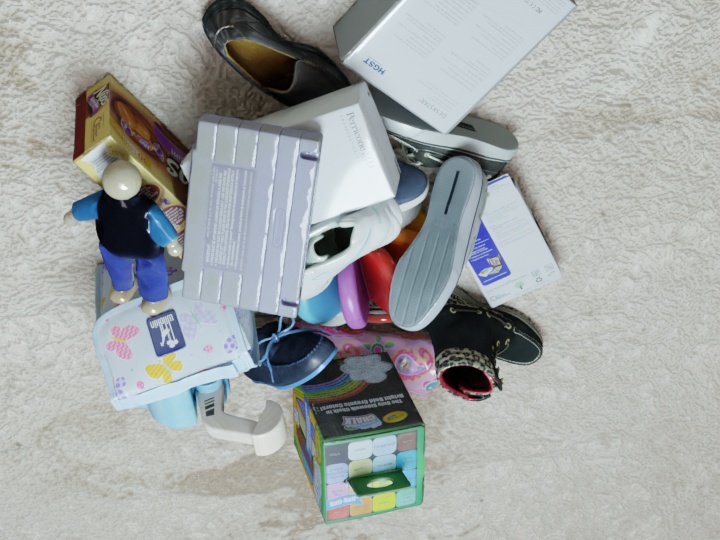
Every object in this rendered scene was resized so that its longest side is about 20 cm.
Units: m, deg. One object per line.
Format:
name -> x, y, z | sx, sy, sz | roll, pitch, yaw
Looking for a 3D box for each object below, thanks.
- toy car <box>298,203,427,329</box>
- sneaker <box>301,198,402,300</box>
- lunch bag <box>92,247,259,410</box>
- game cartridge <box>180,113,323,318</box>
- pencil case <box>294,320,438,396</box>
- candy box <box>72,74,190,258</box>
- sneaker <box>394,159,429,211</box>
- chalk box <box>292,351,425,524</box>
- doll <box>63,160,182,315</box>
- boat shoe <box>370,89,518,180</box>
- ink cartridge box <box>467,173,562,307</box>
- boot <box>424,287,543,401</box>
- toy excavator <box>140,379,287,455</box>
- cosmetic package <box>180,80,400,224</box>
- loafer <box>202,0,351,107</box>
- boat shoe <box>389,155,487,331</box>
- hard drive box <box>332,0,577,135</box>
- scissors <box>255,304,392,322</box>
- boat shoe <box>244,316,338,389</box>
toy car -> 0.000, 0.000, 1.603 | 0.200, 0.150, 0.175 | -14, 131, 2
sneaker -> -0.047, -0.021, 1.491 | 0.200, 0.070, 0.080 | -36, 173, 39
lunch bag -> -0.208, 0.058, 1.582 | 0.169, 0.200, 0.127 | -18, 131, 6
game cartridge -> -0.114, -0.055, 1.421 | 0.129, 0.038, 0.200 | 12, 115, 6
pencil case -> 0.002, 0.111, 1.740 | 0.200, 0.088, 0.088 | 5, 129, -17
candy box -> -0.222, -0.102, 1.499 | 0.056, 0.117, 0.200 | -33, 127, 18
sneaker -> -0.021, -0.119, 1.524 | 0.200, 0.075, 0.085 | 8, 141, -1
chalk box -> 0.002, 0.206, 1.626 | 0.125, 0.200, 0.124 | -8, 123, -12
doll -> -0.243, -0.037, 1.444 | 0.136, 0.049, 0.200 | 19, 143, 11
boat shoe -> 0.080, -0.143, 1.549 | 0.200, 0.071, 0.064 | 15, 125, -24
ink cartridge box -> 0.163, -0.043, 1.664 | 0.099, 0.039, 0.200 | -23, 135, 10
boot -> 0.155, 0.107, 1.719 | 0.203, 0.154, 0.073 | 27, 121, -28
toy excavator -> -0.190, 0.150, 1.662 | 0.194, 0.200, 0.100 | -9, 132, -1
cosmetic package -> -0.069, -0.107, 1.452 | 0.200, 0.081, 0.113 | -19, 111, 16
loafer -> -0.082, -0.205, 1.466 | 0.200, 0.072, 0.073 | 29, 118, -31
boat shoe -> 0.097, -0.024, 1.529 | 0.067, 0.073, 0.200 | 25, 89, -57
hard drive box -> 0.095, -0.263, 1.447 | 0.156, 0.077, 0.200 | 32, 118, -31
scissors -> -0.037, 0.054, 1.725 | 0.200, 0.073, 0.014 | -1, 100, 17
boat shoe -> -0.103, 0.097, 1.633 | 0.069, 0.084, 0.200 | 53, 147, -15
